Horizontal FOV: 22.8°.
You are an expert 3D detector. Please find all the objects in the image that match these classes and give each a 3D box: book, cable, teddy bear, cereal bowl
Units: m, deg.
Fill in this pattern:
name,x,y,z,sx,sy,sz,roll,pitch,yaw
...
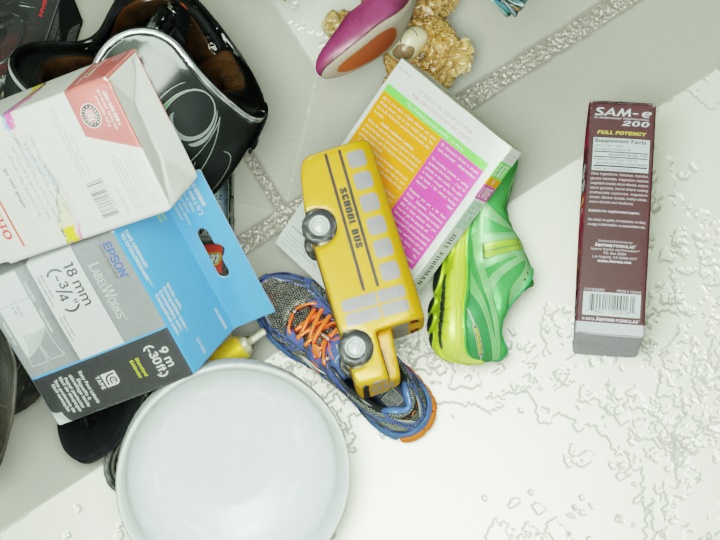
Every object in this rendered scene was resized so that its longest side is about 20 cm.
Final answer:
name,x,y,z,sx,sy,sz,roll,pitch,yaw
book,0.031,-0.062,1.550,0.134,0.048,0.201,42,102,26
cable,-0.175,0.098,1.566,0.097,0.050,0.200,39,89,10
teddy bear,0.034,-0.255,1.617,0.144,0.067,0.202,1,78,8
cereal bowl,-0.111,0.169,1.522,0.198,0.083,0.202,-1,99,-9

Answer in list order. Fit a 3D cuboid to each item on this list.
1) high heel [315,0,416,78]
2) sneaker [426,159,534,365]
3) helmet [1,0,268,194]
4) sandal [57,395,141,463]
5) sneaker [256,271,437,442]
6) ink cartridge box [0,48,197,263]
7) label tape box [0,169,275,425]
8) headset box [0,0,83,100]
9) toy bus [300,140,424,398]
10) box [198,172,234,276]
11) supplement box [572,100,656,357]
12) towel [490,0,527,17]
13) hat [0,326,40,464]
name,x,y,z,sx,sy,sz,roll,pitch,yaw
high heel,0.014,-0.253,1.556,0.200,0.068,0.096,-41,77,-19
sneaker,0.112,-0.012,1.570,0.083,0.074,0.202,16,76,-18
helmet,-0.198,-0.133,1.511,0.190,0.200,0.201,-36,77,16
sandal,-0.215,0.073,1.558,0.076,0.043,0.201,31,98,31
sneaker,-0.014,0.067,1.552,0.199,0.078,0.076,37,83,11
ink cartridge box,-0.245,-0.083,1.406,0.198,0.068,0.117,-16,111,23
label tape box,-0.192,0.023,1.462,0.199,0.063,0.145,-21,113,16
headset box,-0.371,-0.198,1.619,0.198,0.075,0.150,10,65,10
toy bus,0.000,0.000,1.493,0.078,0.065,0.202,-16,76,-3
box,-0.213,-0.052,1.612,0.198,0.040,0.138,-2,78,4
supplement box,0.218,-0.034,1.536,0.060,0.109,0.202,4,78,6
towel,0.105,-0.305,1.552,0.147,0.200,0.022,43,121,-7
hat,-0.318,0.077,1.563,0.080,0.200,0.202,-12,74,-38
